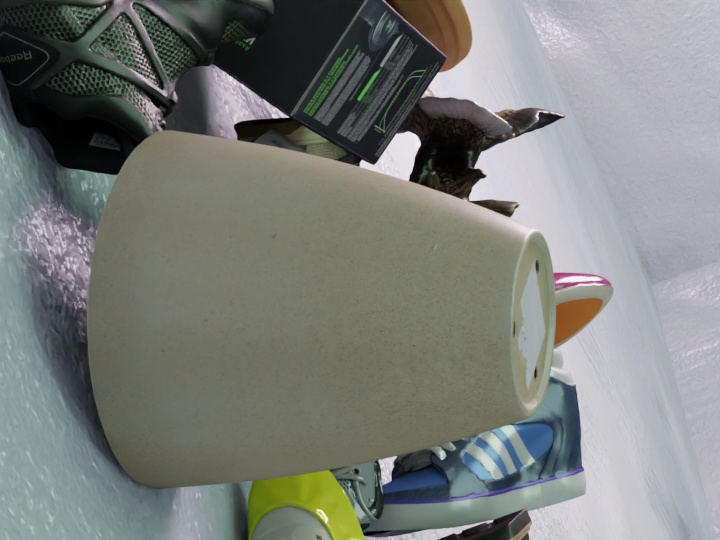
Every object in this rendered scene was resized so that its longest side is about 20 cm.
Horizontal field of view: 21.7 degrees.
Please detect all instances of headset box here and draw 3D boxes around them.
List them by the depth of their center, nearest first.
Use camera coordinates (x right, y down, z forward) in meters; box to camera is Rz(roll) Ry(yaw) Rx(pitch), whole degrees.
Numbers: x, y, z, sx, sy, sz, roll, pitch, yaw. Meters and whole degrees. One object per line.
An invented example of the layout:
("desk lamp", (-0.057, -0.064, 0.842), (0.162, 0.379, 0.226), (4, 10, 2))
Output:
("headset box", (-0.059, -0.165, 1.204), (0.174, 0.093, 0.200), (35, 5, 18))

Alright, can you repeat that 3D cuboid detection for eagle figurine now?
("eagle figurine", (0.067, -0.100, 1.441), (0.152, 0.150, 0.200), (57, 28, -31))

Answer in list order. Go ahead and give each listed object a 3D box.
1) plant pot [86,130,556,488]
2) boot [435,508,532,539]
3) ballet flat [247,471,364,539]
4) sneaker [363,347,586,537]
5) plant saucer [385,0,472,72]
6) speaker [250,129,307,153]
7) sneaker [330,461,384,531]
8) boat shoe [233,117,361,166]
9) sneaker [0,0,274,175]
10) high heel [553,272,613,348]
("plant pot", (-0.007, 0.023, 0.956), (0.187, 0.199, 0.188), (1, 90, -71))
("boot", (0.094, 0.238, 1.248), (0.200, 0.077, 0.139), (88, -16, -78))
("ballet flat", (-0.026, 0.192, 1.048), (0.067, 0.067, 0.201), (29, 45, -67))
("sneaker", (0.070, 0.101, 1.311), (0.199, 0.080, 0.147), (-6, 83, -36))
("plant saucer", (-0.007, -0.209, 1.333), (0.200, 0.037, 0.200), (39, -15, 12))
("speaker", (0.000, 0.000, 1.189), (0.200, 0.081, 0.081), (38, 9, 11))
("sneaker", (-0.024, 0.107, 1.165), (0.200, 0.075, 0.116), (42, 35, -61))
("boat shoe", (-0.044, -0.076, 1.376), (0.201, 0.071, 0.066), (-4, 96, -76))
("sneaker", (-0.120, -0.110, 1.025), (0.199, 0.076, 0.115), (-12, 97, -55))
("high heel", (0.073, 0.018, 1.284), (0.096, 0.199, 0.068), (54, -28, 37))
